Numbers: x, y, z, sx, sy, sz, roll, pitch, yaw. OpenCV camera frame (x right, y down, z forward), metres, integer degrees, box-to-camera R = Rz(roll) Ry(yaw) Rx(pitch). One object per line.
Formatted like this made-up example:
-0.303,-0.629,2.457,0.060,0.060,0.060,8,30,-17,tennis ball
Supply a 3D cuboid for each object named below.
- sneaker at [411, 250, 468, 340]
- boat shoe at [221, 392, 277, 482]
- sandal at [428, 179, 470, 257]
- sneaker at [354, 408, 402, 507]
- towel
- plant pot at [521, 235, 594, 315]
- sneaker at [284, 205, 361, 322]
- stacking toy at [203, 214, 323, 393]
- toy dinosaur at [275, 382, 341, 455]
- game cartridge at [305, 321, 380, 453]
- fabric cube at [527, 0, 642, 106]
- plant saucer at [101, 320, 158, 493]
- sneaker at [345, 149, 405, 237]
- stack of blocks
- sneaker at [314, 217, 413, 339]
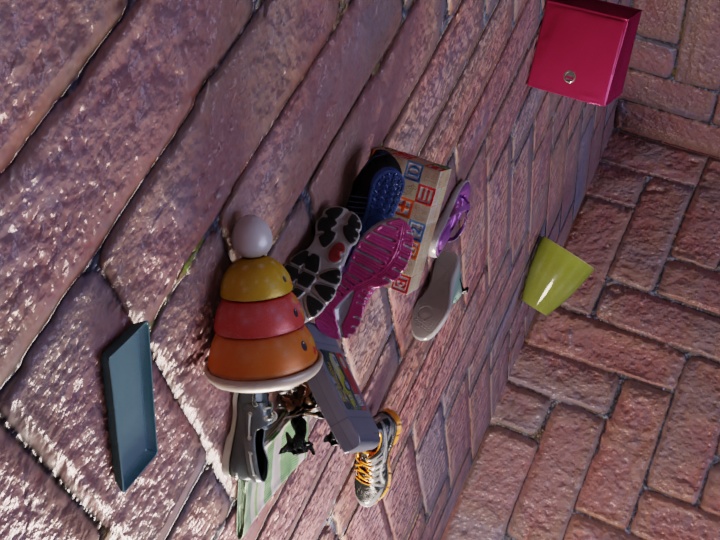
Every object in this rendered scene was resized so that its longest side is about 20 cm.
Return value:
0.167,0.074,2.226,0.118,0.073,0.202,65,43,-56,sneaker
-0.137,0.195,1.464,0.073,0.061,0.202,-26,132,-66,boat shoe
0.191,-0.096,2.175,0.083,0.049,0.203,86,28,-51,sandal
0.019,0.365,2.103,0.077,0.078,0.202,-9,114,-55,sneaker
-0.129,0.290,1.646,0.200,0.023,0.154,-50,153,-50,towel
0.584,0.028,3.322,0.201,0.186,0.187,-57,163,6,plant pot
-0.055,0.005,1.507,0.201,0.080,0.084,-57,168,-33,sneaker
-0.123,0.034,1.290,0.146,0.145,0.202,-35,124,-62,stacking toy
-0.067,0.196,1.606,0.199,0.102,0.137,15,58,-46,toy dinosaur
-0.038,0.166,1.563,0.041,0.201,0.133,-30,166,14,game cartridge
0.521,-0.515,2.509,0.200,0.195,0.201,-37,143,-59,fabric cube
-0.247,0.146,1.160,0.070,0.019,0.201,-51,154,-47,plant saucer
0.010,-0.085,1.619,0.078,0.070,0.201,-106,-143,-53,sneaker
0.055,-0.078,1.682,0.059,0.114,0.202,-24,131,-66,stack of blocks
0.000,0.000,1.582,0.200,0.081,0.088,-50,-162,13,sneaker
